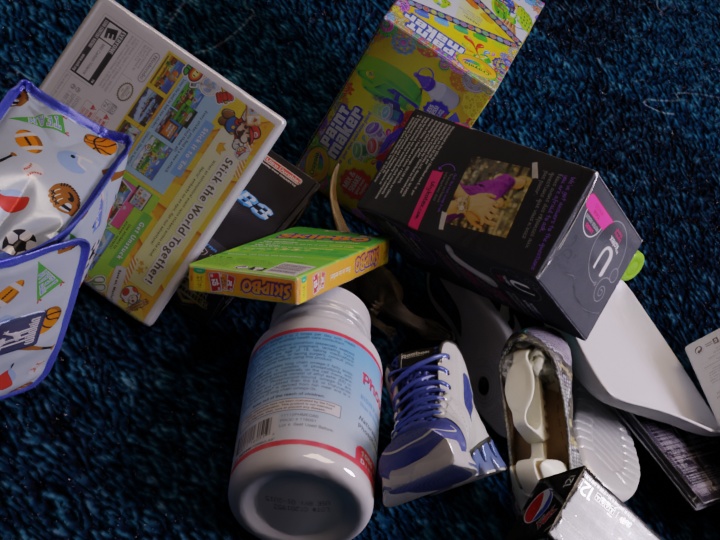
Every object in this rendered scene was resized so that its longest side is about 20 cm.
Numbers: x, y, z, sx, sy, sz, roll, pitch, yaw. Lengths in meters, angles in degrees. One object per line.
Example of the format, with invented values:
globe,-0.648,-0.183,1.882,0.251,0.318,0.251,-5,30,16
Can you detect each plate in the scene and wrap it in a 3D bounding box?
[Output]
plate,0.222,0.064,1.446,0.199,0.032,0.200,20,32,-46

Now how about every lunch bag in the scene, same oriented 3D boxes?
lunch bag,-0.257,-0.006,1.161,0.123,0.171,0.200,26,38,-2

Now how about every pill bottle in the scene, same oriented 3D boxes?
pill bottle,-0.038,0.108,1.244,0.108,0.109,0.201,22,41,-14

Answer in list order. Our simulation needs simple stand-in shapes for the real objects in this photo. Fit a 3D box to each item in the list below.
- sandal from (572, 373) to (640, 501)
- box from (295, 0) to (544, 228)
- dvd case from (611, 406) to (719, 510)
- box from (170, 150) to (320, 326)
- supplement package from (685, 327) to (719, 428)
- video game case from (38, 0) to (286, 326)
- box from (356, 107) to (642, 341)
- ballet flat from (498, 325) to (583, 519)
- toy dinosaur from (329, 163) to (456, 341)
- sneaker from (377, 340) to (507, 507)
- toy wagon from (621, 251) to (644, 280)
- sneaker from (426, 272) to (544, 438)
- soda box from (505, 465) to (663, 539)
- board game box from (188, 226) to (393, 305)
sandal,0.202,0.149,1.422,0.082,0.050,0.203,38,24,-14
box,0.055,-0.174,1.529,0.122,0.200,0.193,33,39,-1
dvd case,0.278,0.131,1.488,0.148,0.016,0.200,-1,49,-56
box,-0.160,-0.072,1.395,0.199,0.050,0.199,36,40,2
supplement package,0.419,0.142,1.456,0.151,0.151,0.201,41,25,-46
video game case,-0.188,-0.088,1.294,0.181,0.201,0.023,34,1,1
box,0.117,-0.041,1.358,0.199,0.106,0.122,24,-12,37
ballet flat,0.144,0.143,1.317,0.072,0.072,0.202,3,76,-33
toy dinosaur,0.000,0.000,1.441,0.200,0.058,0.101,54,27,14
sneaker,0.049,0.116,1.254,0.116,0.080,0.199,69,14,11
toy wagon,0.213,-0.051,1.573,0.200,0.040,0.155,28,14,-51
sneaker,0.145,0.062,1.448,0.111,0.073,0.201,5,47,-33
soda box,0.211,0.246,1.261,0.200,0.063,0.071,42,59,-12
board game box,-0.051,-0.008,1.308,0.095,0.030,0.200,7,16,22
